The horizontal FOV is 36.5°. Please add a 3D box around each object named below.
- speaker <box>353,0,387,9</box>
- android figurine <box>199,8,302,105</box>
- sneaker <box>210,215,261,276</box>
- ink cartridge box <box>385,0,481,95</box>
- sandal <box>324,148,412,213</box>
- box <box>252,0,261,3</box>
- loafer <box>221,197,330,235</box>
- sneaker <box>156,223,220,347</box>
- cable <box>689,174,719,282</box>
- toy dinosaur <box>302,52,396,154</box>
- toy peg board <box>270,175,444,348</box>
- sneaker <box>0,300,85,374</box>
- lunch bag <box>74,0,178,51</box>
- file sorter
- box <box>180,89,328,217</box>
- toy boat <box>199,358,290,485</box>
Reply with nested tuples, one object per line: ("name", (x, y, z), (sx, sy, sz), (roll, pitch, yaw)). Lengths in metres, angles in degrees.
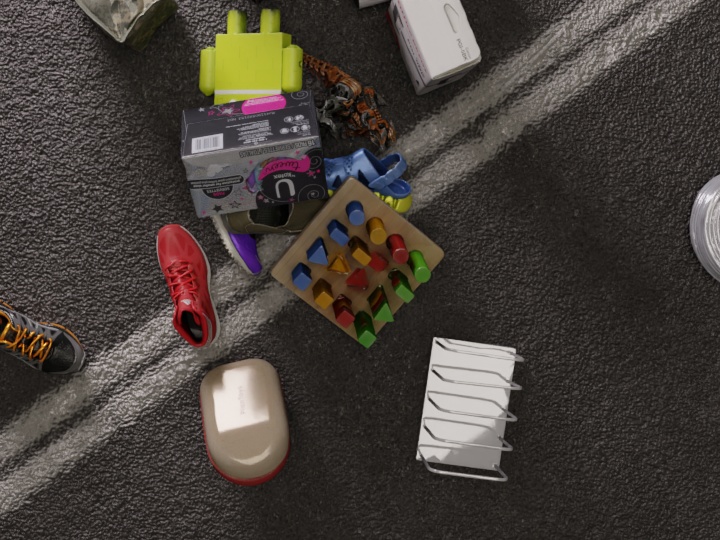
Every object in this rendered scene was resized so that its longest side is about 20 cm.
("speaker", (0.078, -0.474, 1.713), (0.198, 0.081, 0.082), (-16, 93, -3))
("android figurine", (-0.169, -0.302, 1.691), (0.181, 0.041, 0.202), (6, 94, 25))
("sneaker", (-0.185, -0.093, 1.710), (0.099, 0.070, 0.201), (-27, 94, -5))
("ink cartridge box", (0.106, -0.357, 1.657), (0.082, 0.200, 0.148), (-22, 93, -2))
("sandal", (-0.007, -0.157, 1.706), (0.198, 0.080, 0.088), (10, 127, -12))
("box", (-0.143, -0.544, 1.651), (0.200, 0.164, 0.166), (-43, 93, -2))
("loafer", (-0.114, -0.087, 1.682), (0.199, 0.069, 0.076), (-12, 98, -35))
("sneaker", (-0.265, 0.024, 1.684), (0.078, 0.116, 0.201), (-22, 93, -3))
("cable", (0.636, -0.067, 1.771), (0.198, 0.069, 0.202), (17, 91, -4))
("toy dinosaur", (-0.034, -0.258, 1.718), (0.200, 0.102, 0.136), (39, 67, 10))
("toy peg board", (0.000, 0.000, 1.673), (0.199, 0.098, 0.200), (38, 101, -17))
("sneaker", (-0.523, 0.106, 1.687), (0.199, 0.077, 0.079), (25, 88, -6))
("lunch bag", (-0.384, -0.438, 1.637), (0.200, 0.164, 0.118), (42, 94, -5))
("file sorter", (0.175, 0.217, 1.719), (0.137, 0.125, 0.202), (8, 91, -5))
("box", (-0.154, -0.169, 1.603), (0.198, 0.133, 0.115), (-10, 131, 0))
("toy boat", (-0.175, 0.246, 1.698), (0.129, 0.131, 0.201), (-11, 50, -4))
